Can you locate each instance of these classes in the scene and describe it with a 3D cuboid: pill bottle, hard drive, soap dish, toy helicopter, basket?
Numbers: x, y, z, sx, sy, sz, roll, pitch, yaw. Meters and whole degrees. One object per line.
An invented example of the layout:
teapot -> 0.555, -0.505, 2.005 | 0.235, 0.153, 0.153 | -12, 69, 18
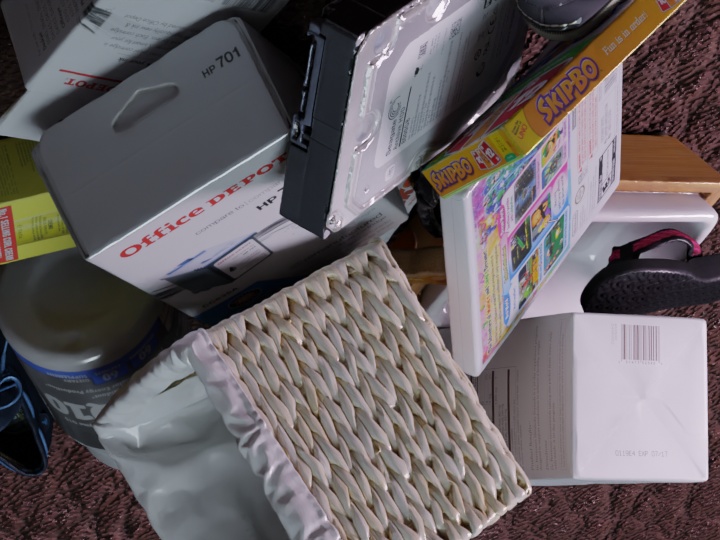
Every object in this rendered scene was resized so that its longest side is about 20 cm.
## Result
pill bottle -> -0.168, 0.054, 1.767 | 0.113, 0.114, 0.200 | -19, 151, 0
hard drive -> 0.034, -0.119, 1.470 | 0.200, 0.038, 0.140 | -37, 148, -44
soap dish -> 0.135, -0.031, 1.837 | 0.199, 0.081, 0.157 | 1, 145, -31
toy helicopter -> 0.000, 0.000, 1.731 | 0.199, 0.079, 0.132 | 2, 167, 35
basket -> -0.029, 0.117, 1.600 | 0.161, 0.200, 0.198 | -29, 175, -27

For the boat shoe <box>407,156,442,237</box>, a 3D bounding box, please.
boat shoe -> 0.062, -0.106, 1.653 | 0.071, 0.091, 0.200 | -13, 150, -11

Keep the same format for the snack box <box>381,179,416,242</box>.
snack box -> -0.020, -0.021, 1.817 | 0.072, 0.024, 0.200 | 1, 145, -30

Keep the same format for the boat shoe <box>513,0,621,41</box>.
boat shoe -> 0.156, -0.218, 1.464 | 0.200, 0.073, 0.063 | -51, 158, -1

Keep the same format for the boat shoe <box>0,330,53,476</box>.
boat shoe -> -0.256, 0.084, 1.812 | 0.084, 0.069, 0.200 | -27, 150, 13

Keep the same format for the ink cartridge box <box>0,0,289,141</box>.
ink cartridge box -> -0.122, -0.154, 1.486 | 0.116, 0.067, 0.200 | 8, 141, -41

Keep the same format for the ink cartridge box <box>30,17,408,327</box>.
ink cartridge box -> -0.079, -0.052, 1.542 | 0.146, 0.086, 0.200 | -31, 160, 11

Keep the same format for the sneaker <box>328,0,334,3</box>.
sneaker -> 0.008, -0.160, 1.527 | 0.075, 0.084, 0.200 | -44, 153, -36

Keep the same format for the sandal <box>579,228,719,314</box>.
sandal -> 0.207, -0.001, 1.815 | 0.075, 0.045, 0.200 | -30, 165, 32

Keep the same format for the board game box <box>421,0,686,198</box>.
board game box -> 0.125, -0.118, 1.509 | 0.200, 0.030, 0.095 | -41, -173, -29

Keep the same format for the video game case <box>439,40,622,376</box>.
video game case -> 0.109, -0.054, 1.640 | 0.182, 0.024, 0.200 | -52, 156, -26

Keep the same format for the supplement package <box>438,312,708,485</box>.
supplement package -> 0.133, 0.091, 1.788 | 0.113, 0.110, 0.200 | 4, 173, -30

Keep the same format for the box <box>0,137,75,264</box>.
box -> -0.154, -0.059, 1.646 | 0.199, 0.050, 0.075 | -13, 151, -11
